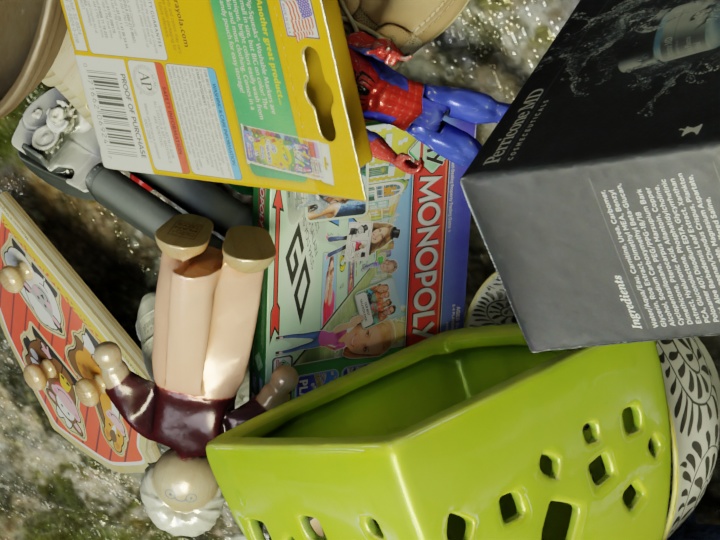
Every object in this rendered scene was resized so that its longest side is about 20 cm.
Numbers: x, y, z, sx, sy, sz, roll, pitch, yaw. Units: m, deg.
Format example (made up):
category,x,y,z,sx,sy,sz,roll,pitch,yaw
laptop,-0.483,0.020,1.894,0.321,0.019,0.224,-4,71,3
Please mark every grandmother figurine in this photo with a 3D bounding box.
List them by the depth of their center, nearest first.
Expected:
category,x,y,z,sx,sy,sz,roll,pitch,yaw
grandmother figurine,-0.100,0.068,1.466,0.121,0.061,0.201,15,118,16

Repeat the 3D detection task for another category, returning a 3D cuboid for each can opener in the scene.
category,x,y,z,sx,sy,sz,roll,pitch,yaw
can opener,-0.137,-0.054,1.527,0.200,0.053,0.067,31,165,35

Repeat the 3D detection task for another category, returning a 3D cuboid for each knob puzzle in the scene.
category,x,y,z,sx,sy,sz,roll,pitch,yaw
knob puzzle,-0.205,0.065,1.689,0.220,0.030,0.220,41,150,30

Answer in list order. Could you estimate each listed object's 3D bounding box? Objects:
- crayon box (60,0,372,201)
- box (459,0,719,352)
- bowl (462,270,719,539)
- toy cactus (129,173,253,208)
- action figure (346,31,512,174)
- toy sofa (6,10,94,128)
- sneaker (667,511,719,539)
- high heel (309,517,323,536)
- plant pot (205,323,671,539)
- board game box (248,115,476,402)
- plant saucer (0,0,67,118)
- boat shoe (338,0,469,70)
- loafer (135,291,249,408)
category,x,y,z,sx,sy,sz,roll,pitch,yaw
crayon box,-0.071,-0.112,1.368,0.200,0.052,0.126,10,123,39
box,0.189,-0.065,1.313,0.200,0.197,0.118,-8,121,33
bowl,0.155,0.080,1.496,0.201,0.094,0.201,29,127,48
toy cactus,-0.038,-0.033,1.544,0.200,0.102,0.165,45,123,3
action figure,0.050,-0.082,1.394,0.200,0.099,0.065,19,100,-16
toy sofa,-0.116,-0.177,1.466,0.098,0.083,0.200,46,133,1
sneaker,0.198,0.195,1.533,0.070,0.200,0.078,-17,93,-8
high heel,-0.037,0.170,1.704,0.142,0.072,0.200,-2,133,22
plant pot,0.062,0.144,1.406,0.199,0.200,0.182,-7,105,56
board game box,0.000,0.000,1.492,0.029,0.134,0.201,-136,42,-55
plant saucer,-0.221,-0.183,1.481,0.200,0.029,0.201,-3,86,53
boat shoe,0.000,-0.138,1.446,0.071,0.065,0.200,42,133,-8
loafer,-0.094,0.050,1.595,0.070,0.200,0.070,-27,77,5
